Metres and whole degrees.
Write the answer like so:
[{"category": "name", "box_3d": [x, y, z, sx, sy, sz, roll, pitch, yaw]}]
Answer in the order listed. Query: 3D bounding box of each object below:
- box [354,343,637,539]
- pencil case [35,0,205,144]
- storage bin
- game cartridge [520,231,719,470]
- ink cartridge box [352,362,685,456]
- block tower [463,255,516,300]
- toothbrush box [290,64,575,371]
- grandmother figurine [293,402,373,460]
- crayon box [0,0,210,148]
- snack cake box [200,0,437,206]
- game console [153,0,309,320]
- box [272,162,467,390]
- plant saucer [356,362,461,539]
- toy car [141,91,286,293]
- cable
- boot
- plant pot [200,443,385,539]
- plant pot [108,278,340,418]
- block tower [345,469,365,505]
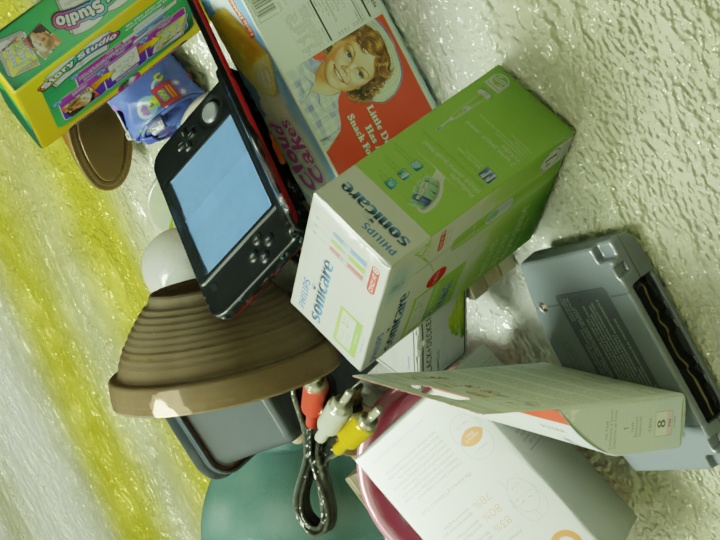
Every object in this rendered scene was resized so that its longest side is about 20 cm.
[{"category": "box", "box_3d": [0.115, 0.184, 1.453, 0.124, 0.097, 0.200, -43, 85, 24]}, {"category": "pencil case", "box_3d": [-0.239, -0.209, 1.687, 0.200, 0.087, 0.078, 50, 176, 11]}, {"category": "storage bin", "box_3d": [-0.080, 0.089, 1.666, 0.134, 0.200, 0.146, -18, 108, 49]}, {"category": "game cartridge", "box_3d": [0.208, 0.066, 1.350, 0.133, 0.040, 0.201, -14, 108, 57]}, {"category": "ink cartridge box", "box_3d": [0.118, 0.107, 1.297, 0.162, 0.199, 0.057, 11, 104, 53]}, {"category": "block tower", "box_3d": [0.049, -0.019, 1.482, 0.200, 0.054, 0.058, 6, 127, 55]}, {"category": "toothbrush box", "box_3d": [0.052, -0.040, 1.300, 0.086, 0.200, 0.146, 45, 149, 19]}, {"category": "grandmother figurine", "box_3d": [-0.011, 0.153, 1.702, 0.200, 0.120, 0.061, 164, 103, -83]}, {"category": "crayon box", "box_3d": [-0.225, -0.207, 1.500, 0.058, 0.200, 0.173, 50, 170, 8]}, {"category": "snack cake box", "box_3d": [-0.026, -0.160, 1.380, 0.067, 0.115, 0.201, -7, 114, 60]}, {"category": "game console", "box_3d": [-0.125, -0.093, 1.385, 0.172, 0.118, 0.201, -45, 47, 23]}, {"category": "box", "box_3d": [0.000, 0.000, 1.457, 0.200, 0.060, 0.117, 35, 146, 34]}, {"category": "plant saucer", "box_3d": [0.097, 0.176, 1.539, 0.199, 0.051, 0.202, 5, 104, 20]}, {"category": "toy car", "box_3d": [-0.112, -0.056, 1.592, 0.201, 0.149, 0.175, -61, 19, 28]}, {"category": "cable", "box_3d": [-0.043, 0.161, 1.554, 0.097, 0.050, 0.201, 35, 128, 16]}, {"category": "boot", "box_3d": [-0.323, -0.175, 1.871, 0.154, 0.073, 0.201, -11, 99, 59]}, {"category": "plant pot", "box_3d": [-0.077, 0.232, 1.831, 0.200, 0.199, 0.135, -2, 93, 57]}, {"category": "plant pot", "box_3d": [-0.122, 0.055, 1.475, 0.200, 0.200, 0.093, 1, 104, 56]}, {"category": "block tower", "box_3d": [0.058, 0.193, 1.681, 0.054, 0.058, 0.200, 55, 150, -2]}]
